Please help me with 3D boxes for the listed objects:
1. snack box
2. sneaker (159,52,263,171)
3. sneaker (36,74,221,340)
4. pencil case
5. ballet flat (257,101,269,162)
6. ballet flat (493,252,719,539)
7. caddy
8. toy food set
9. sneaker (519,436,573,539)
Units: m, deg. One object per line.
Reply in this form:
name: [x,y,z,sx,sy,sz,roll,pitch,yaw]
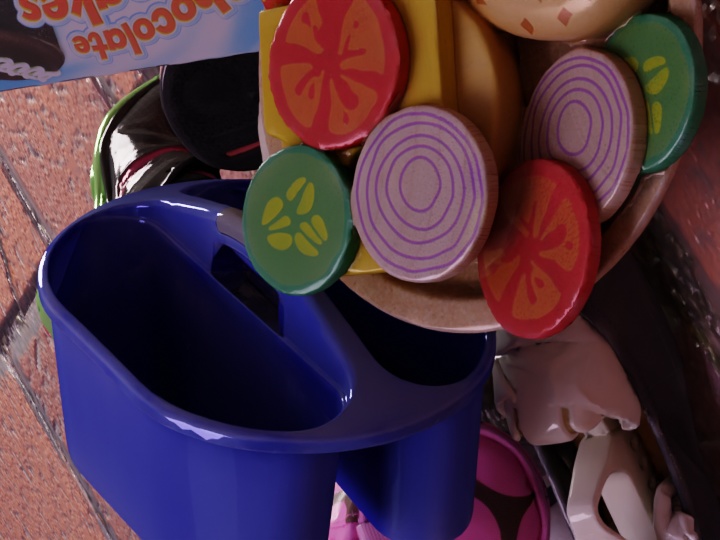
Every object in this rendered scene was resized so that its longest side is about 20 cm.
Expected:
snack box: [-0.101,-0.141,1.240,0.037,0.199,0.117,-67,-36,-56]
sneaker: [-0.067,-0.136,1.333,0.087,0.073,0.201,-98,-10,-52]
sneaker: [-0.087,-0.025,1.403,0.077,0.084,0.200,56,-152,-30]
pencil case: [-0.003,0.097,1.254,0.200,0.093,0.091,179,86,-66]
ballet flat: [0.000,0.000,1.330,0.069,0.069,0.201,35,147,50]
ballet flat: [0.093,0.063,1.147,0.073,0.073,0.201,17,134,62]
caddy: [-0.036,0.031,1.119,0.200,0.141,0.105,39,137,48]
toy food set: [0.036,-0.073,1.030,0.199,0.049,0.199,-7,84,39]
sneaker: [0.056,0.127,1.348,0.081,0.076,0.200,54,162,-7]
